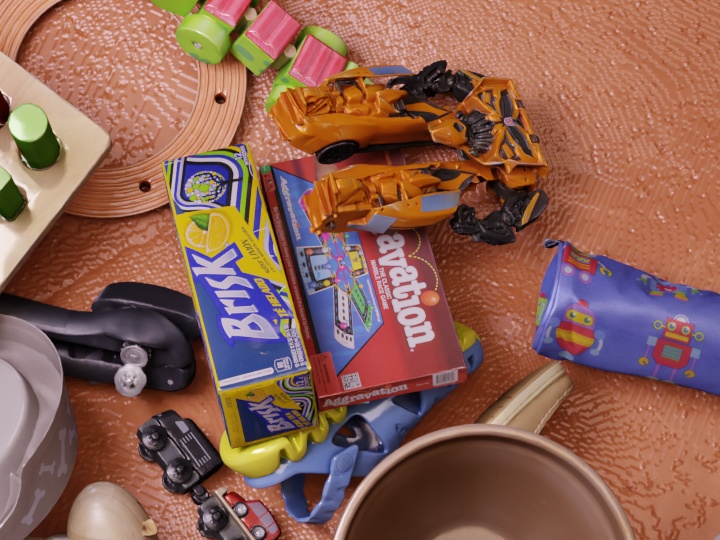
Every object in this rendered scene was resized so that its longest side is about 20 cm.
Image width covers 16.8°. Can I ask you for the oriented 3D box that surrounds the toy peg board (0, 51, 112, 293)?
[{"bbox_3d":[-0.298,-0.073,1.570,0.199,0.098,0.200,37,81,4],"label":"toy peg board"}]

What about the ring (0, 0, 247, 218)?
[{"bbox_3d":[-0.179,-0.134,1.718,0.199,0.019,0.202,1,78,-3],"label":"ring"}]

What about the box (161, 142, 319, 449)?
[{"bbox_3d":[-0.081,0.015,1.625,0.064,0.070,0.201,-14,52,-5],"label":"box"}]

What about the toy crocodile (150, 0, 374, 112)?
[{"bbox_3d":[-0.062,-0.158,1.695,0.199,0.062,0.068,36,67,-12],"label":"toy crocodile"}]

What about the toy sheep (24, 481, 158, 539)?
[{"bbox_3d":[-0.174,0.237,1.583,0.137,0.138,0.202,8,92,-2],"label":"toy sheep"}]

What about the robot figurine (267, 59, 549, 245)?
[{"bbox_3d":[0.043,-0.083,1.666,0.199,0.058,0.146,-8,65,-30],"label":"robot figurine"}]

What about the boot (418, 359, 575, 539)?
[{"bbox_3d":[0.117,0.176,1.643,0.155,0.073,0.200,40,71,1],"label":"boot"}]

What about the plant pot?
[{"bbox_3d":[0.074,0.202,1.551,0.199,0.093,0.203,1,80,-5],"label":"plant pot"}]

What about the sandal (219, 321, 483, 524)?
[{"bbox_3d":[0.001,0.102,1.658,0.199,0.079,0.088,-31,115,-16],"label":"sandal"}]

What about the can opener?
[{"bbox_3d":[-0.206,0.045,1.664,0.198,0.079,0.064,5,116,1],"label":"can opener"}]

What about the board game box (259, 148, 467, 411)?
[{"bbox_3d":[0.000,0.000,1.658,0.102,0.020,0.201,-11,54,-7],"label":"board game box"}]

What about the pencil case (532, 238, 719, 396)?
[{"bbox_3d":[0.213,0.039,1.675,0.198,0.087,0.079,14,108,-1],"label":"pencil case"}]

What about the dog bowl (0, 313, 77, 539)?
[{"bbox_3d":[-0.274,0.119,1.587,0.199,0.059,0.201,-15,40,13],"label":"dog bowl"}]

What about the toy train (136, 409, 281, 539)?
[{"bbox_3d":[-0.079,0.176,1.651,0.046,0.034,0.200,-35,81,-23],"label":"toy train"}]

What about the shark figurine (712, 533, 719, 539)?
[{"bbox_3d":[0.252,0.218,1.629,0.127,0.216,0.090,0,34,25],"label":"shark figurine"}]
